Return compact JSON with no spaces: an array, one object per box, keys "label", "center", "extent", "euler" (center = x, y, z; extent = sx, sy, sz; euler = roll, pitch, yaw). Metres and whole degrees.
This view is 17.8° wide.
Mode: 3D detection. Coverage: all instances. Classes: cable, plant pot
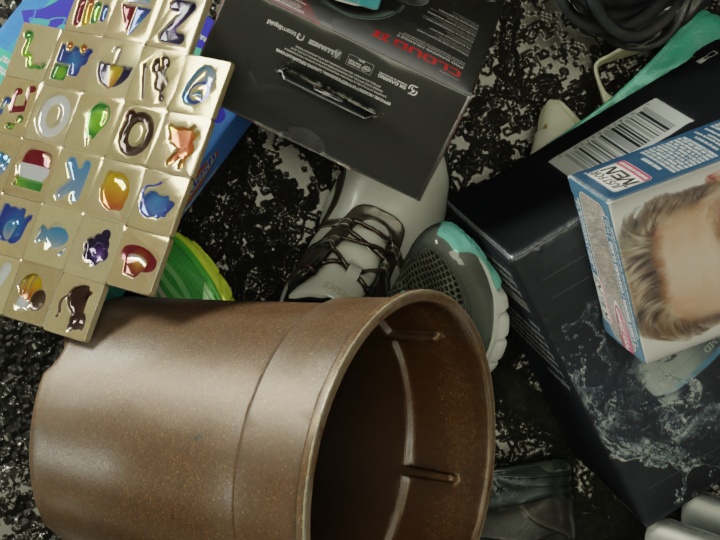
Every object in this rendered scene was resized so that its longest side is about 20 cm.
[{"label":"cable","center":[0.190,-0.213,1.337],"extent":[0.163,0.200,0.051],"euler":[-21,54,-39]},{"label":"plant pot","center":[-0.059,0.099,1.250],"extent":[0.198,0.200,0.201],"euler":[7,91,30]}]

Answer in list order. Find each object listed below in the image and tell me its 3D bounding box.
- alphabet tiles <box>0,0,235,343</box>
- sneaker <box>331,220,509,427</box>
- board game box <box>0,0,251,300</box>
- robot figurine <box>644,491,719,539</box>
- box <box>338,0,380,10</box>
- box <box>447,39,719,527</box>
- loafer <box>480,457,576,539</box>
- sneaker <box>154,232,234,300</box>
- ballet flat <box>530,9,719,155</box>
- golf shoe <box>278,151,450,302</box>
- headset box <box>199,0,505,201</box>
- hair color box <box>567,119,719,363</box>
[{"label":"alphabet tiles","center":[-0.152,-0.064,1.275],"extent":[0.166,0.006,0.200],"euler":[14,81,38]},{"label":"sneaker","center":[0.023,0.059,1.343],"extent":[0.091,0.200,0.078],"euler":[-24,54,-37]},{"label":"board game box","center":[-0.165,-0.081,1.367],"extent":[0.152,0.045,0.200],"euler":[32,72,9]},{"label":"robot figurine","center":[0.209,0.235,1.376],"extent":[0.169,0.113,0.201],"euler":[-23,121,-42]},{"label":"box","center":[-0.031,-0.221,1.330],"extent":[0.082,0.200,0.049],"euler":[12,119,-14]},{"label":"box","center":[0.190,0.005,1.351],"extent":[0.196,0.117,0.200],"euler":[-31,114,-5]},{"label":"loafer","center":[0.038,0.164,1.394],"extent":[0.199,0.073,0.073],"euler":[-9,83,-7]},{"label":"sneaker","center":[-0.115,0.075,1.389],"extent":[0.083,0.074,0.201],"euler":[-4,91,-28]},{"label":"ballet flat","center":[0.153,-0.090,1.417],"extent":[0.200,0.067,0.070],"euler":[-38,67,-1]},{"label":"golf shoe","center":[0.000,0.000,1.392],"extent":[0.078,0.094,0.200],"euler":[25,88,-1]},{"label":"headset box","center":[-0.005,-0.131,1.333],"extent":[0.149,0.200,0.077],"euler":[25,117,-1]},{"label":"hair color box","center":[0.223,-0.034,1.251],"extent":[0.200,0.061,0.100],"euler":[-21,112,-10]}]
